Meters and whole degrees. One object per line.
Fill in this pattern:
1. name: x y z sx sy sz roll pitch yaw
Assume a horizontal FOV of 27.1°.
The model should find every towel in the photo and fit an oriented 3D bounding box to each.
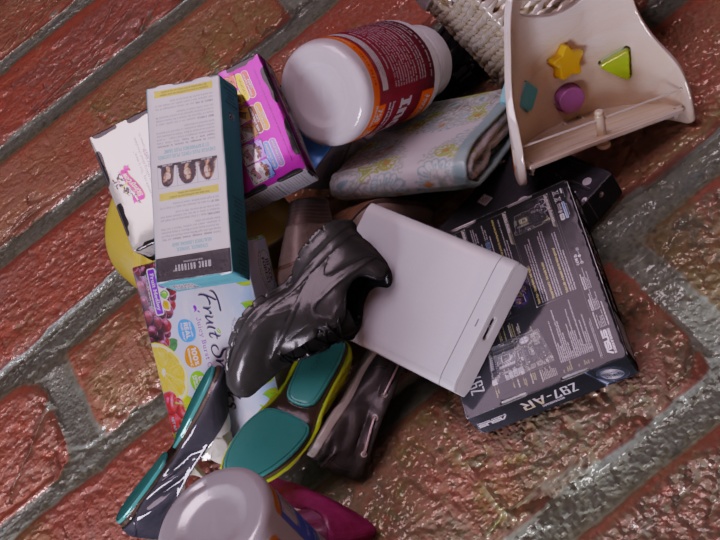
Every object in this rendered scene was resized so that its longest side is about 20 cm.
1. towel: 0.082 -0.134 1.611 0.171 0.048 0.200 -8 25 34

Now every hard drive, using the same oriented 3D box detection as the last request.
1. hard drive: 0.153 -0.038 1.521 0.200 0.038 0.140 -47 39 -11
2. hard drive: 0.053 0.024 1.421 0.200 0.027 0.132 24 87 44

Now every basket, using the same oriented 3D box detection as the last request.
1. basket: 0.184 -0.320 1.614 0.200 0.161 0.198 -41 1 -5

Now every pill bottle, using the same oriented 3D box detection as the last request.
1. pill bottle: -0.074 0.264 1.275 0.112 0.200 0.112 -21 42 20
2. pill bottle: 0.014 -0.208 1.610 0.113 0.113 0.200 -3 15 36

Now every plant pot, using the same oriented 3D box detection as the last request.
1. plant pot: -0.146 -0.031 1.638 0.189 0.201 0.201 33 75 34

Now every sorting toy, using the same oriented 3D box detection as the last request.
1. sorting toy: 0.213 -0.209 1.489 0.199 0.181 0.107 -20 26 -13

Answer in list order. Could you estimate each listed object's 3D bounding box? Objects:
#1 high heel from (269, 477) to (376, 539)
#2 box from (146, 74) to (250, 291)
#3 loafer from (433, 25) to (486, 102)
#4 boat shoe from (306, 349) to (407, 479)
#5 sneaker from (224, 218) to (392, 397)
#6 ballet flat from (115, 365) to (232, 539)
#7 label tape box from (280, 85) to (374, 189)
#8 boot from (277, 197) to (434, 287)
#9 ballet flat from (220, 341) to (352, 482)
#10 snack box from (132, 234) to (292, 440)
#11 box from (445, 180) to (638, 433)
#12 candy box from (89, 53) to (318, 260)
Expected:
1. high heel: -0.066 0.231 1.441 0.200 0.096 0.068 -149 63 -62
2. box: -0.159 -0.085 1.469 0.082 0.049 0.201 -8 78 18
3. loafer: 0.137 -0.267 1.732 0.063 0.072 0.200 16 60 41
4. boat shoe: 0.018 0.117 1.472 0.200 0.057 0.067 -57 3 -26
5. sneaker: -0.051 0.048 1.424 0.091 0.076 0.200 40 94 24
6. ballet flat: -0.170 0.189 1.499 0.200 0.073 0.073 -58 38 10
7. label tape box: -0.079 -0.149 1.647 0.144 0.200 0.063 33 107 20
8. boot: 0.000 0.000 1.560 0.070 0.199 0.147 -27 68 58
9. ballet flat: -0.065 0.148 1.449 0.067 0.067 0.200 22 55 19
10. snack box: -0.142 0.077 1.529 0.142 0.201 0.053 -13 3 28
11. box: 0.154 0.033 1.403 0.160 0.044 0.200 -24 56 14
12. candy box: -0.160 -0.114 1.536 0.200 0.061 0.137 -25 75 7
